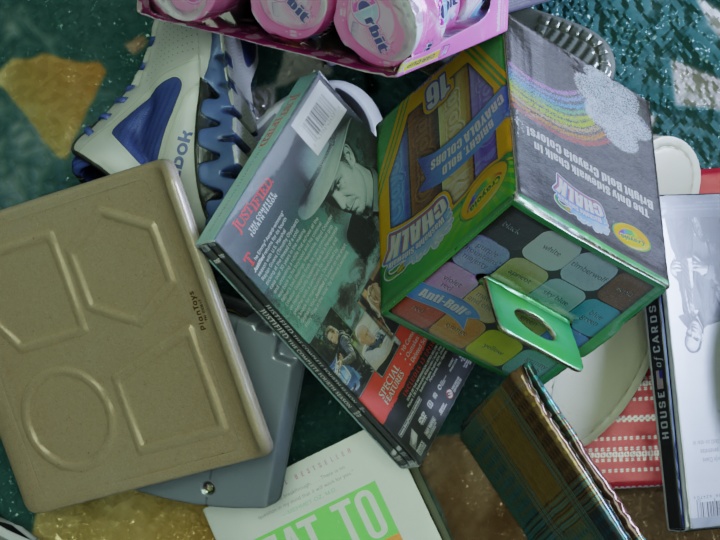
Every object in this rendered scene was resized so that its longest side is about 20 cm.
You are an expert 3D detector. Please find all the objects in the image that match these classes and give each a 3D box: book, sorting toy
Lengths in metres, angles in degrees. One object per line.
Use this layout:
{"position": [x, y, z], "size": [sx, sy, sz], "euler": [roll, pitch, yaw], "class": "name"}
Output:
{"position": [0.003, 0.211, 1.744], "size": [0.133, 0.048, 0.201], "euler": [-26, 83, 6], "class": "book"}
{"position": [-0.154, 0.041, 1.700], "size": [0.199, 0.036, 0.186], "euler": [-15, 97, 32], "class": "sorting toy"}

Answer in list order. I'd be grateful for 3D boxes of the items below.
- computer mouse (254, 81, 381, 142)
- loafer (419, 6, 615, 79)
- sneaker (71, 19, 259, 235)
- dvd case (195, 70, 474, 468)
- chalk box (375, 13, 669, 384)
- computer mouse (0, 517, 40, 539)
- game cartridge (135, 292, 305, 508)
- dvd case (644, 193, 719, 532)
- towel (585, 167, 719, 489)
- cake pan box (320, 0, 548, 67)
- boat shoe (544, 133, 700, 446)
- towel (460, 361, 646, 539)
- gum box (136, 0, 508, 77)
{"position": [-0.071, -0.045, 1.772], "size": [0.199, 0.044, 0.110], "euler": [-30, 77, 6], "class": "computer mouse"}
{"position": [0.069, -0.139, 1.766], "size": [0.199, 0.070, 0.075], "euler": [30, 70, 23], "class": "loafer"}
{"position": [-0.123, -0.100, 1.725], "size": [0.115, 0.081, 0.200], "euler": [-14, 63, 13], "class": "sneaker"}
{"position": [0.000, 0.000, 1.696], "size": [0.200, 0.022, 0.146], "euler": [48, 53, -26], "class": "dvd case"}
{"position": [0.092, -0.022, 1.639], "size": [0.124, 0.124, 0.201], "euler": [29, 41, -27], "class": "chalk box"}
{"position": [-0.239, 0.188, 1.760], "size": [0.199, 0.044, 0.110], "euler": [28, 81, 12], "class": "computer mouse"}
{"position": [-0.130, 0.068, 1.731], "size": [0.199, 0.040, 0.134], "euler": [19, 108, 20], "class": "game cartridge"}
{"position": [0.241, 0.053, 1.713], "size": [0.150, 0.025, 0.201], "euler": [-2, 85, -31], "class": "dvd case"}
{"position": [0.200, 0.033, 1.762], "size": [0.144, 0.022, 0.201], "euler": [-4, 83, 3], "class": "towel"}
{"position": [0.040, -0.240, 1.760], "size": [0.183, 0.052, 0.201], "euler": [-14, 59, 0], "class": "cake pan box"}
{"position": [0.146, 0.011, 1.727], "size": [0.072, 0.059, 0.201], "euler": [21, 87, -32], "class": "boat shoe"}
{"position": [0.118, 0.133, 1.667], "size": [0.022, 0.200, 0.147], "euler": [-32, 82, -13], "class": "towel"}
{"position": [-0.017, -0.171, 1.623], "size": [0.199, 0.113, 0.067], "euler": [17, 118, 32], "class": "gum box"}
